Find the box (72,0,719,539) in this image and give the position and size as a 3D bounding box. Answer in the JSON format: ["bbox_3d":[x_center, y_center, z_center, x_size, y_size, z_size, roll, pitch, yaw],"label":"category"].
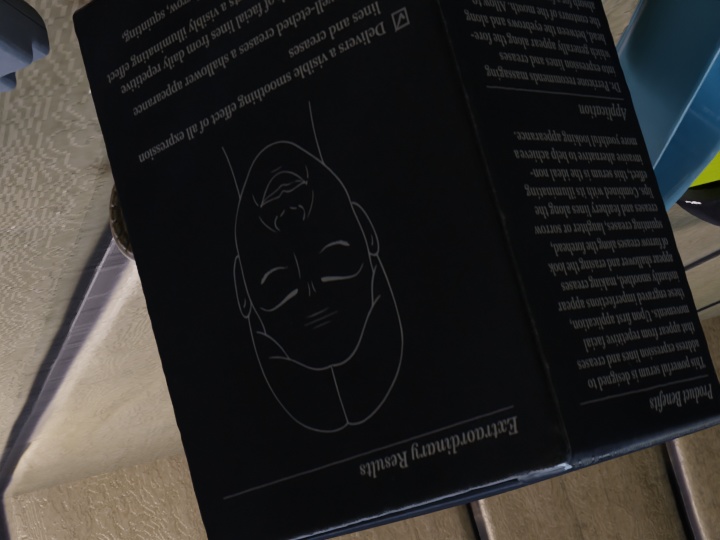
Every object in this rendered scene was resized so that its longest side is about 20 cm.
[{"bbox_3d":[0.010,-0.021,0.502,0.148,0.201,0.107,-22,169,37],"label":"box"}]

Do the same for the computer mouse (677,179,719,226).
[{"bbox_3d":[0.321,-0.069,1.077,0.199,0.053,0.139,-14,-152,23],"label":"computer mouse"}]

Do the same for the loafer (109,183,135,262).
[{"bbox_3d":[-0.023,-0.045,0.731,0.199,0.076,0.068,-8,175,17],"label":"loafer"}]

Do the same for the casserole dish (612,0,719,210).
[{"bbox_3d":[0.129,-0.093,0.528,0.121,0.039,0.200,-38,159,-41],"label":"casserole dish"}]

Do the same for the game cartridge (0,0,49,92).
[{"bbox_3d":[-0.207,-0.057,0.442,0.199,0.042,0.133,-17,167,8],"label":"game cartridge"}]

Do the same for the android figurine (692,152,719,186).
[{"bbox_3d":[0.224,-0.084,0.997,0.199,0.041,0.182,-16,171,7],"label":"android figurine"}]
